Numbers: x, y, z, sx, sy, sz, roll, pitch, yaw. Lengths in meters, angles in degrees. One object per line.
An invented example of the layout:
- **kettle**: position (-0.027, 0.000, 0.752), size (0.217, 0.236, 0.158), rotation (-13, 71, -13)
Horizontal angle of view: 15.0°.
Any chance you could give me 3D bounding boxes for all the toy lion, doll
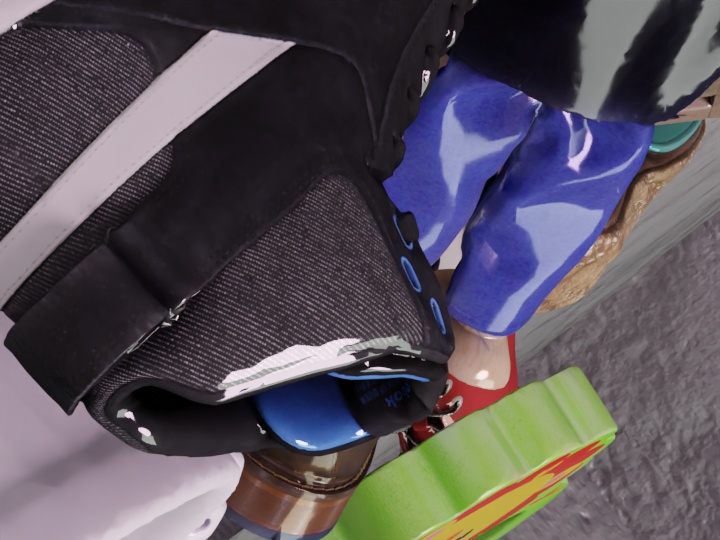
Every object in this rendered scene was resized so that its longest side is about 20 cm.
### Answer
- **toy lion**: position (0.017, 0.094, 0.986), size (0.191, 0.069, 0.200), rotation (-37, 169, 23)
- **doll**: position (0.048, -0.060, 0.687), size (0.136, 0.049, 0.200), rotation (14, 124, -26)

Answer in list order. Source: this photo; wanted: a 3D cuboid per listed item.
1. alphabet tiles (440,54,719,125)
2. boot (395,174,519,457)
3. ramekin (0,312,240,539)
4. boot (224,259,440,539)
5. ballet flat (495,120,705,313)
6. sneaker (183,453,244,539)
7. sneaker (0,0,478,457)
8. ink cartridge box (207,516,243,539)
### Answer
- **alphabet tiles**: position (0.059, -0.054, 0.822), size (0.166, 0.008, 0.200), rotation (-6, 176, 4)
- **boot**: position (0.018, 0.047, 1.080), size (0.072, 0.145, 0.200), rotation (4, -166, 26)
- **ramekin**: position (-0.133, 0.063, 0.588), size (0.200, 0.098, 0.200), rotation (-35, 174, -4)
- **boot**: position (0.000, 0.000, 0.894), size (0.097, 0.074, 0.200), rotation (-60, -170, 26)
- **ballet flat**: position (0.088, -0.038, 1.100), size (0.065, 0.070, 0.200), rotation (-62, 170, 28)
- **sneaker**: position (-0.094, 0.066, 0.731), size (0.088, 0.080, 0.201), rotation (-6, 127, -38)
- **sneaker**: position (-0.005, -0.026, 0.547), size (0.200, 0.112, 0.073), rotation (-31, 173, -43)
- **ink cartridge box**: position (-0.099, 0.097, 1.115), size (0.200, 0.041, 0.200), rotation (-36, -170, 11)
